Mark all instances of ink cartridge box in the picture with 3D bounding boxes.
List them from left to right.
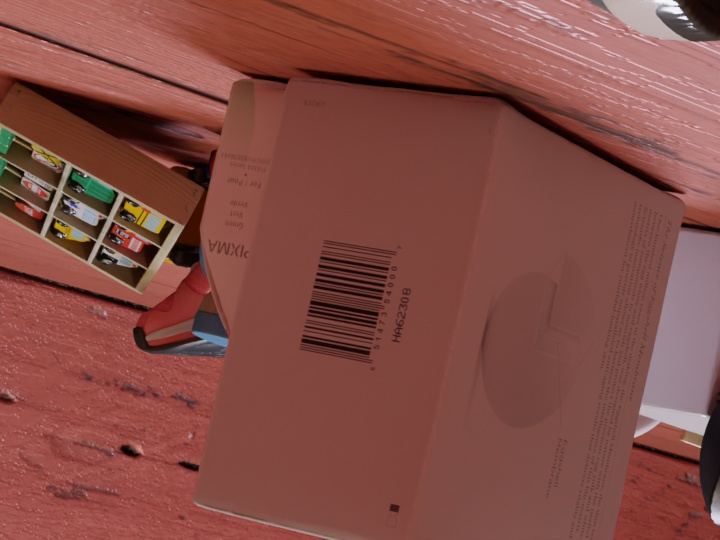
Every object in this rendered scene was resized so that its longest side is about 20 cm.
[{"bbox_3d":[-0.023,0.023,1.174,0.050,0.201,0.161,12,175,33],"label":"ink cartridge box"}]

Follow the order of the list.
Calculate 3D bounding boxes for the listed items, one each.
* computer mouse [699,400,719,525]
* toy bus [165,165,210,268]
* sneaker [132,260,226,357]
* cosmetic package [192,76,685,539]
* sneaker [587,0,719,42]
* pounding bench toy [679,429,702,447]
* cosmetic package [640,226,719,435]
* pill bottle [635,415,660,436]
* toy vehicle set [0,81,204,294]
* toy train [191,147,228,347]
[{"bbox_3d":[0.230,0.091,1.291,0.046,0.141,0.200,33,-134,29],"label":"computer mouse"},{"bbox_3d":[-0.030,-0.017,1.546,0.199,0.065,0.078,11,176,18],"label":"toy bus"},{"bbox_3d":[-0.067,-0.001,1.481,0.074,0.087,0.200,6,160,-44],"label":"sneaker"},{"bbox_3d":[0.042,0.034,1.123,0.123,0.200,0.200,10,173,34],"label":"cosmetic package"},{"bbox_3d":[-0.006,-0.095,0.437,0.120,0.084,0.200,5,164,30],"label":"sneaker"},{"bbox_3d":[0.335,0.136,1.937,0.199,0.125,0.156,11,175,26],"label":"pounding bench toy"},{"bbox_3d":[0.215,0.044,1.355,0.071,0.102,0.200,9,174,34],"label":"cosmetic package"},{"bbox_3d":[0.150,0.062,1.657,0.114,0.115,0.200,14,175,-4],"label":"pill bottle"},{"bbox_3d":[-0.167,-0.046,1.440,0.124,0.027,0.200,29,164,-5],"label":"toy vehicle set"},{"bbox_3d":[0.000,0.000,1.341,0.199,0.116,0.085,11,175,26],"label":"toy train"}]
